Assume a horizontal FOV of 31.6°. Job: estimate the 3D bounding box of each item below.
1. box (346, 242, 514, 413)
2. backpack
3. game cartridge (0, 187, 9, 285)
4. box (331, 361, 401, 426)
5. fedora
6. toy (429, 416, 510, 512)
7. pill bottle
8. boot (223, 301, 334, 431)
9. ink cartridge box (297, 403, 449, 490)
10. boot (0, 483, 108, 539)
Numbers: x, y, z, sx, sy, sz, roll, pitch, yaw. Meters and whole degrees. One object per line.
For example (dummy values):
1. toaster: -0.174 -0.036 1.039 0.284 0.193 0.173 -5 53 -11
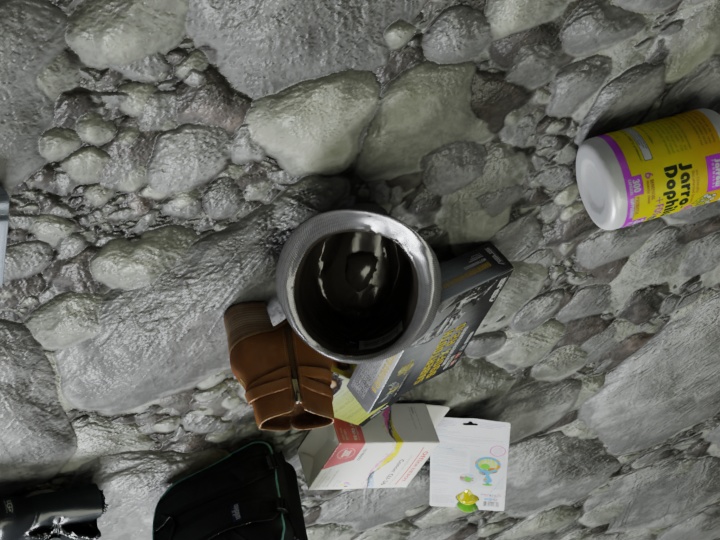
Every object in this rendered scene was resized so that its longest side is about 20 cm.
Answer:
1. box: 0.082 0.069 1.522 0.158 0.048 0.201 -24 152 -39
2. backpack: -0.171 0.346 1.693 0.198 0.177 0.154 -21 142 6
3. game cartridge: -0.428 -0.019 1.172 0.198 0.042 0.134 -5 146 -24
4. box: -0.038 0.138 1.593 0.075 0.050 0.199 -38 143 23
5. fedora: 0.000 0.000 1.364 0.175 0.091 0.202 3 123 4
6. toy: 0.160 0.275 1.880 0.114 0.047 0.202 4 129 6
7. pill bottle: 0.347 -0.118 1.412 0.198 0.105 0.105 -16 146 -10
8. boot: -0.050 0.103 1.444 0.198 0.156 0.074 -10 144 -17
9. ink cartridge box: 0.028 0.242 1.753 0.198 0.068 0.117 3 138 -29
10. boot: -0.422 0.345 1.634 0.167 0.077 0.201 1 140 -31
